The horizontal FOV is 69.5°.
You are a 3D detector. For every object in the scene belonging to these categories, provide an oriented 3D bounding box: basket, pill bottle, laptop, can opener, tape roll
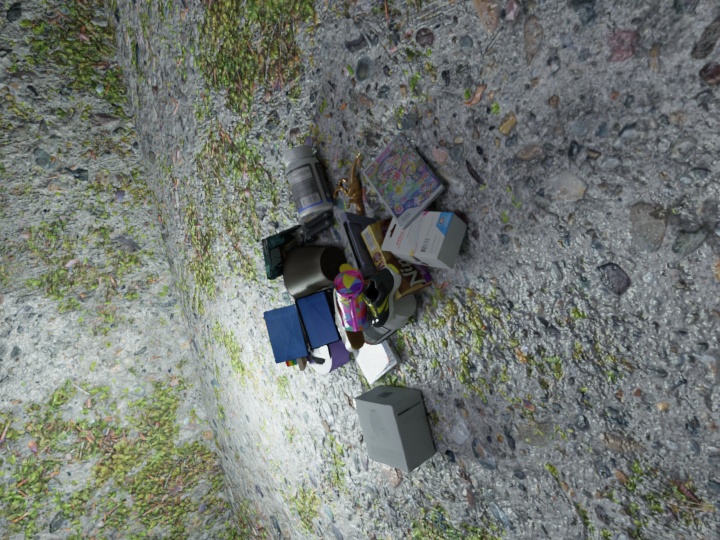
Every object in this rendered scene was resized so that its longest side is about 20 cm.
[{"bbox_3d":[-0.145,-0.006,1.684,0.198,0.134,0.185,-11,70,50],"label":"basket"},{"bbox_3d":[-0.166,-0.276,1.609,0.113,0.112,0.204,-19,89,54],"label":"pill bottle"},{"bbox_3d":[-0.095,0.155,1.638,0.198,0.102,0.181,-6,105,53],"label":"laptop"},{"bbox_3d":[-0.215,0.217,1.747,0.198,0.114,0.191,-1,105,53],"label":"laptop"},{"bbox_3d":[-0.147,-0.137,1.708,0.198,0.066,0.054,-25,74,43],"label":"can opener"},{"bbox_3d":[-0.127,0.251,1.813,0.198,0.084,0.204,26,125,44],"label":"tape roll"},{"bbox_3d":[0.069,0.125,1.466,0.117,0.114,0.200,61,143,13],"label":"pill bottle"}]

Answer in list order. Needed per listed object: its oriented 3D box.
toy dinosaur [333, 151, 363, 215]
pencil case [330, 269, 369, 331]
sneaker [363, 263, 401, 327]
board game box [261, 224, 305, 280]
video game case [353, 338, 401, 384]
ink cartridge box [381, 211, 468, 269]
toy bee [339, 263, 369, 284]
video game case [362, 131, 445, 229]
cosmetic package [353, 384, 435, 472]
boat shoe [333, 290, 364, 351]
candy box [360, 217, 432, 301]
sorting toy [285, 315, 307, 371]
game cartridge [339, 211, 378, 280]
[{"bbox_3d":[-0.023,-0.245,1.494,0.104,0.060,0.204,5,116,27],"label":"toy dinosaur"},{"bbox_3d":[-0.022,0.084,1.352,0.088,0.088,0.202,46,162,31],"label":"pencil case"},{"bbox_3d":[0.040,0.070,1.309,0.074,0.083,0.203,45,140,35],"label":"sneaker"},{"bbox_3d":[-0.253,-0.064,1.750,0.028,0.199,0.138,3,109,30],"label":"board game box"},{"bbox_3d":[0.033,0.246,1.646,0.184,0.023,0.200,60,143,16],"label":"video game case"},{"bbox_3d":[0.151,-0.078,1.262,0.198,0.067,0.117,12,76,51],"label":"ink cartridge box"},{"bbox_3d":[0.000,0.000,1.514,0.199,0.128,0.111,160,116,-65],"label":"toy bee"},{"bbox_3d":[0.102,-0.224,1.282,0.143,0.018,0.202,-43,62,21],"label":"video game case"},{"bbox_3d":[0.101,0.469,1.567,0.198,0.121,0.204,-8,98,54],"label":"cosmetic package"},{"bbox_3d":[-0.045,0.133,1.481,0.069,0.069,0.204,-38,60,56],"label":"boat shoe"},{"bbox_3d":[0.095,-0.033,1.358,0.056,0.115,0.203,-39,73,56],"label":"candy box"},{"bbox_3d":[-0.253,0.251,1.907,0.199,0.068,0.204,-99,-5,-84],"label":"sorting toy"},{"bbox_3d":[0.024,-0.064,1.405,0.038,0.128,0.203,-41,58,39],"label":"game cartridge"}]
